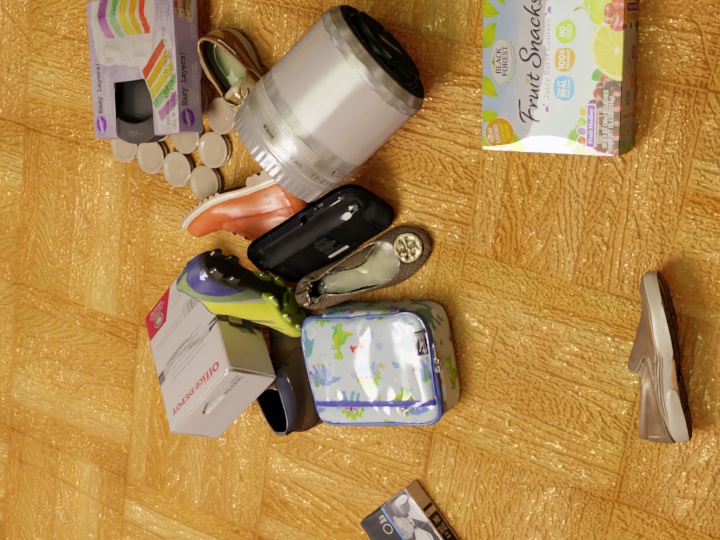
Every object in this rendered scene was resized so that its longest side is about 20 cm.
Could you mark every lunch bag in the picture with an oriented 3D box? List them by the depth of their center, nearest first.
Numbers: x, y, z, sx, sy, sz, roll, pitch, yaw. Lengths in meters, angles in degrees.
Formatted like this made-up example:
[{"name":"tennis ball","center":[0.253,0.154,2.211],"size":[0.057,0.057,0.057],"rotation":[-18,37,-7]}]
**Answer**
[{"name":"lunch bag","center":[0.026,0.123,1.478],"size":[0.198,0.082,0.163],"rotation":[-2,103,30]}]

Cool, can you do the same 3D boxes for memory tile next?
[{"name":"memory tile","center":[-0.261,-0.198,1.598],"size":[0.198,0.017,0.155],"rotation":[26,113,22]}]

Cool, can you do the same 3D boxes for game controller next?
[{"name":"game controller","center":[-0.052,-0.045,1.473],"size":[0.199,0.104,0.043],"rotation":[-29,59,31]}]

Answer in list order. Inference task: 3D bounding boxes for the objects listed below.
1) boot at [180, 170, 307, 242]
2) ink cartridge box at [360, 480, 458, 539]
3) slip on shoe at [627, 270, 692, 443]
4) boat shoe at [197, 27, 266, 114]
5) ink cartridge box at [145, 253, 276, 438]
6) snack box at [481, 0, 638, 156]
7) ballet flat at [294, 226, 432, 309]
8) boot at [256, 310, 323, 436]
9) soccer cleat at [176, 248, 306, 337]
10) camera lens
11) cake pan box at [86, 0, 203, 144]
[{"name":"boot","center":[-0.154,-0.066,1.539],"size":[0.198,0.075,0.108],"rotation":[-19,97,30]},{"name":"ink cartridge box","center":[0.094,0.391,1.526],"size":[0.099,0.039,0.201],"rotation":[-42,81,29]},{"name":"slip on shoe","center":[0.334,0.102,1.307],"size":[0.060,0.076,0.203],"rotation":[-8,105,23]},{"name":"boat shoe","center":[-0.149,-0.229,1.494],"size":[0.076,0.074,0.201],"rotation":[-43,80,29]},{"name":"ink cartridge box","center":[-0.207,0.105,1.548],"size":[0.145,0.083,0.201],"rotation":[-46,47,29]},{"name":"snack box","center":[0.224,-0.235,1.290],"size":[0.167,0.067,0.203],"rotation":[7,104,27]},{"name":"ballet flat","center":[0.000,0.000,1.467],"size":[0.198,0.046,0.068],"rotation":[-22,87,19]},{"name":"boot","center":[-0.102,0.124,1.537],"size":[0.074,0.097,0.202],"rotation":[-16,94,31]},{"name":"soccer cleat","center":[-0.151,0.037,1.482],"size":[0.083,0.199,0.065],"rotation":[-32,45,30]},{"name":"camera lens","center":[-0.034,-0.203,1.372],"size":[0.200,0.160,0.161],"rotation":[-41,81,18]},{"name":"cake pan box","center":[-0.293,-0.274,1.548],"size":[0.183,0.052,0.203],"rotation":[4,98,41]}]
